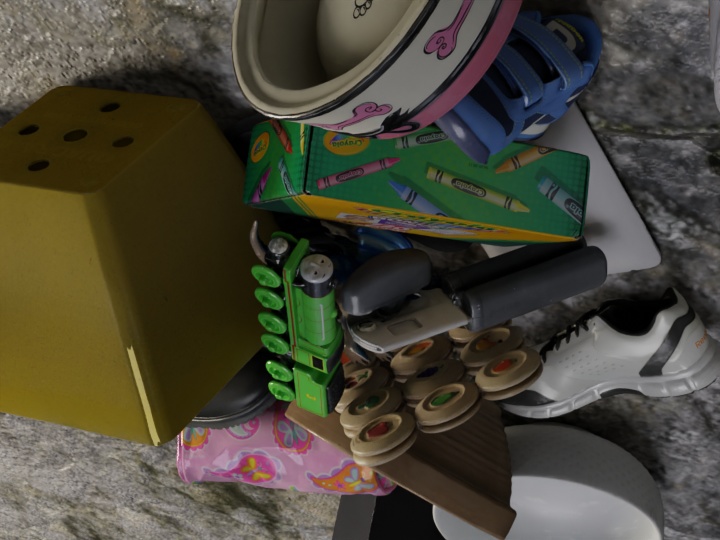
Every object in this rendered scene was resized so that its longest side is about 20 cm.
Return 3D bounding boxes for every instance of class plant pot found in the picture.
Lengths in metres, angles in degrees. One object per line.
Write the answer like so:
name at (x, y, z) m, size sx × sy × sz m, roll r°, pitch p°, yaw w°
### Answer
plant pot at (0.048, 0.126, 1.566) m, size 0.200 × 0.093 × 0.201 m, roll 30°, pitch 176°, yaw 3°
plant pot at (-0.181, -0.020, 1.400) m, size 0.199 × 0.200 × 0.177 m, roll 9°, pitch 126°, yaw 30°

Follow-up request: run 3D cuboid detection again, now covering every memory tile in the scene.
memory tile at (0.048, 0.072, 1.455) m, size 0.153 × 0.200 × 0.017 m, roll -27°, pitch 110°, yaw -1°

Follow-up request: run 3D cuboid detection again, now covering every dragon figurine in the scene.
dragon figurine at (0.000, 0.000, 1.431) m, size 0.200 × 0.100 × 0.059 m, roll 38°, pitch 153°, yaw -21°

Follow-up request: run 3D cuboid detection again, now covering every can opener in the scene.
can opener at (0.080, 0.005, 1.387) m, size 0.199 × 0.053 × 0.067 m, roll -19°, pitch 124°, yaw -20°

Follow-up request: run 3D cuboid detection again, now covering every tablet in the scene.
tablet at (0.126, -0.055, 1.423) m, size 0.129 × 0.014 × 0.200 m, roll -7°, pitch 142°, yaw 27°

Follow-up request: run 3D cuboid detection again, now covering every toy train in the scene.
toy train at (-0.039, 0.041, 1.381) m, size 0.056 × 0.042 × 0.200 m, roll 23°, pitch 151°, yaw 15°

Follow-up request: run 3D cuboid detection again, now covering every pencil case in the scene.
pencil case at (-0.063, 0.151, 1.737) m, size 0.199 × 0.088 × 0.088 m, roll 1°, pitch 145°, yaw 19°

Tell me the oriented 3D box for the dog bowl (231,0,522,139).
dog bowl at (0.016, -0.165, 1.135) m, size 0.074 × 0.201 × 0.199 m, roll 27°, pitch 145°, yaw -36°

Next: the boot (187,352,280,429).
boot at (-0.179, 0.055, 1.654) m, size 0.164 × 0.066 × 0.200 m, roll -15°, pitch 133°, yaw 33°

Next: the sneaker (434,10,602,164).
sneaker at (0.092, -0.120, 1.208) m, size 0.082 × 0.200 × 0.074 m, roll -41°, pitch 86°, yaw 25°

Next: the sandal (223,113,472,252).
sandal at (-0.009, -0.059, 1.425) m, size 0.199 × 0.043 × 0.076 m, roll 21°, pitch 150°, yaw -4°

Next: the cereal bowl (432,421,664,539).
cereal bowl at (0.166, 0.191, 1.711) m, size 0.199 × 0.084 × 0.201 m, roll 9°, pitch 146°, yaw 6°

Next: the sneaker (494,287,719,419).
sneaker at (0.181, 0.059, 1.537) m, size 0.199 × 0.074 × 0.080 m, roll -14°, pitch 122°, yaw 30°

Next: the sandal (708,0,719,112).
sandal at (0.243, -0.184, 1.158) m, size 0.079 × 0.059 × 0.208 m, roll -5°, pitch 125°, yaw -1°

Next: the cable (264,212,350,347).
cable at (-0.057, 0.011, 1.561) m, size 0.200 × 0.051 × 0.163 m, roll 34°, pitch 136°, yaw -25°

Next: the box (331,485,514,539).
box at (0.074, 0.289, 1.799) m, size 0.199 × 0.183 × 0.104 m, roll 23°, pitch 146°, yaw -14°

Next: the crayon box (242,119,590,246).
crayon box at (0.036, -0.059, 1.303) m, size 0.199 × 0.059 × 0.119 m, roll 9°, pitch 175°, yaw -21°
